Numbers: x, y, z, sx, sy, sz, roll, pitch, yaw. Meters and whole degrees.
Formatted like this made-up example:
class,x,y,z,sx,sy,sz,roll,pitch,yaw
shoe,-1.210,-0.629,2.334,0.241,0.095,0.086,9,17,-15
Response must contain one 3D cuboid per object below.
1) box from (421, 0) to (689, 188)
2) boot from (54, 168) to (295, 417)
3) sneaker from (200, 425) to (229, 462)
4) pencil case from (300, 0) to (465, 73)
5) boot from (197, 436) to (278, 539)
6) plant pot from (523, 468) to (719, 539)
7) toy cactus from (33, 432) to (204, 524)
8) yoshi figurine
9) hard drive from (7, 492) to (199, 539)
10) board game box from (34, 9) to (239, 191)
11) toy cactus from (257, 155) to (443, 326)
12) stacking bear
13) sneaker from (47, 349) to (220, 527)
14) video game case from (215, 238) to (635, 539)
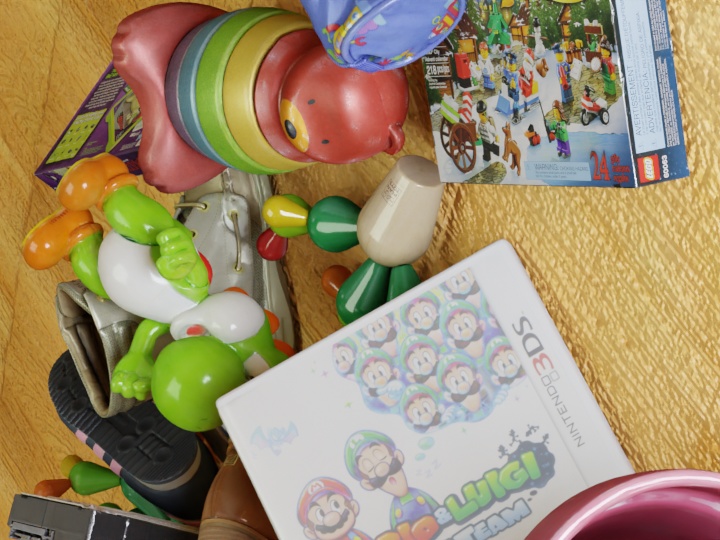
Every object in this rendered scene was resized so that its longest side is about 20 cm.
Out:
class,x,y,z,sx,sy,sz,roll,pitch,yaw
box,0.100,-0.117,1.536,0.200,0.038,0.137,4,105,60
boot,-0.134,-0.011,1.878,0.072,0.154,0.201,-6,96,61
sneaker,-0.124,0.055,1.971,0.200,0.075,0.082,63,147,23
pencil case,-0.023,-0.198,1.586,0.087,0.078,0.200,-47,60,21
boot,-0.026,0.177,1.836,0.074,0.200,0.155,-5,61,35
plant pot,0.145,0.205,1.458,0.179,0.199,0.201,160,96,-76
toy cactus,-0.157,0.179,2.084,0.165,0.102,0.200,56,137,14
yoshi figurine,-0.130,0.026,1.770,0.200,0.112,0.112,43,174,9
hard drive,-0.129,0.194,1.921,0.140,0.199,0.038,0,76,61
board game box,-0.148,-0.114,1.912,0.200,0.032,0.120,-7,51,62
toy cactus,0.000,0.000,1.711,0.200,0.102,0.165,61,139,41
stacking bear,-0.048,-0.109,1.732,0.200,0.114,0.122,10,118,52
sneaker,-0.159,0.120,1.981,0.200,0.070,0.082,45,171,51
video game case,0.039,0.105,1.604,0.182,0.200,0.024,63,-175,23
